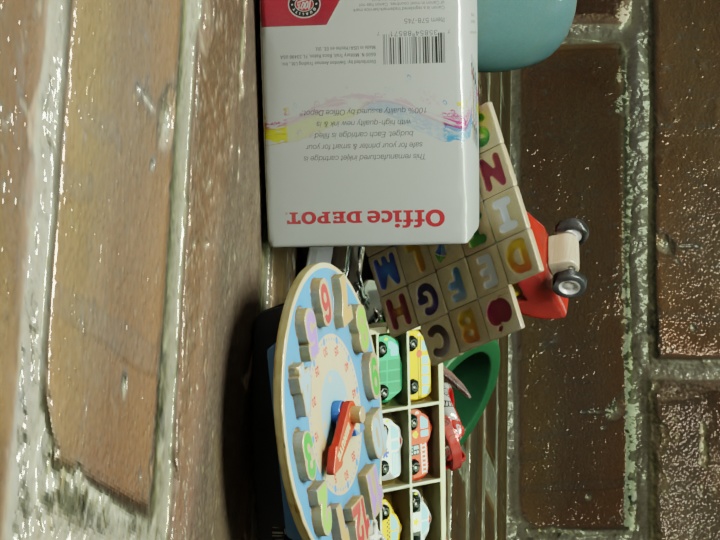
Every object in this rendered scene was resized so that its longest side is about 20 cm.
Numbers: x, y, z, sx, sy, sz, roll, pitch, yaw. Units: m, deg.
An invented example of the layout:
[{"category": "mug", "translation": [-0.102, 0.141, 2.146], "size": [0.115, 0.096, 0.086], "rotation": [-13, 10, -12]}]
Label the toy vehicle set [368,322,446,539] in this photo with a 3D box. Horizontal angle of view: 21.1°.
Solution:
[{"category": "toy vehicle set", "translation": [0.015, 0.143, 1.555], "size": [0.123, 0.026, 0.202], "rotation": [-6, 97, -42]}]

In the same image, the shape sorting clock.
[{"category": "shape sorting clock", "translation": [-0.016, 0.095, 1.285], "size": [0.200, 0.039, 0.202], "rotation": [-1, 90, -73]}]

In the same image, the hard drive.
[{"category": "hard drive", "translation": [-0.044, 0.119, 1.352], "size": [0.135, 0.042, 0.202], "rotation": [-22, 111, -80]}]

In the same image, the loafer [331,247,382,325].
[{"category": "loafer", "translation": [0.000, 0.000, 1.578], "size": [0.072, 0.062, 0.202], "rotation": [13, 76, -80]}]

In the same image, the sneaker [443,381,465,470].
[{"category": "sneaker", "translation": [0.032, 0.166, 1.632], "size": [0.202, 0.107, 0.068], "rotation": [-80, 166, -50]}]

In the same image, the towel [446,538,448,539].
[{"category": "towel", "translation": [0.071, 0.282, 1.731], "size": [0.145, 0.023, 0.200], "rotation": [59, 13, -12]}]

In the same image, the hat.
[{"category": "hat", "translation": [0.028, 0.092, 1.915], "size": [0.200, 0.175, 0.167], "rotation": [-33, 145, -44]}]

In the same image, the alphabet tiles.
[{"category": "alphabet tiles", "translation": [0.061, -0.036, 1.487], "size": [0.006, 0.166, 0.202], "rotation": [-8, 78, -46]}]

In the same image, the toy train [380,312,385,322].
[{"category": "toy train", "translation": [0.020, -0.005, 1.696], "size": [0.056, 0.041, 0.202], "rotation": [-142, -142, -82]}]

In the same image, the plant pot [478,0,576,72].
[{"category": "plant pot", "translation": [0.104, -0.288, 1.980], "size": [0.134, 0.199, 0.202], "rotation": [-27, 123, -40]}]

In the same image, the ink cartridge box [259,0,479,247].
[{"category": "ink cartridge box", "translation": [0.011, -0.121, 1.387], "size": [0.145, 0.144, 0.202], "rotation": [-39, 128, -80]}]

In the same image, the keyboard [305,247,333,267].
[{"category": "keyboard", "translation": [-0.027, -0.036, 1.503], "size": [0.056, 0.011, 0.202], "rotation": [68, 30, -71]}]

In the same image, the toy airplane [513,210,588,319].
[{"category": "toy airplane", "translation": [0.090, -0.033, 1.673], "size": [0.199, 0.140, 0.201], "rotation": [-15, 79, -55]}]

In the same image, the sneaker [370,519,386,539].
[{"category": "sneaker", "translation": [0.006, 0.222, 1.459], "size": [0.076, 0.091, 0.202], "rotation": [-32, 122, -56]}]

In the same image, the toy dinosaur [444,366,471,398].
[{"category": "toy dinosaur", "translation": [0.050, 0.019, 1.768], "size": [0.136, 0.085, 0.202], "rotation": [69, 10, -64]}]
